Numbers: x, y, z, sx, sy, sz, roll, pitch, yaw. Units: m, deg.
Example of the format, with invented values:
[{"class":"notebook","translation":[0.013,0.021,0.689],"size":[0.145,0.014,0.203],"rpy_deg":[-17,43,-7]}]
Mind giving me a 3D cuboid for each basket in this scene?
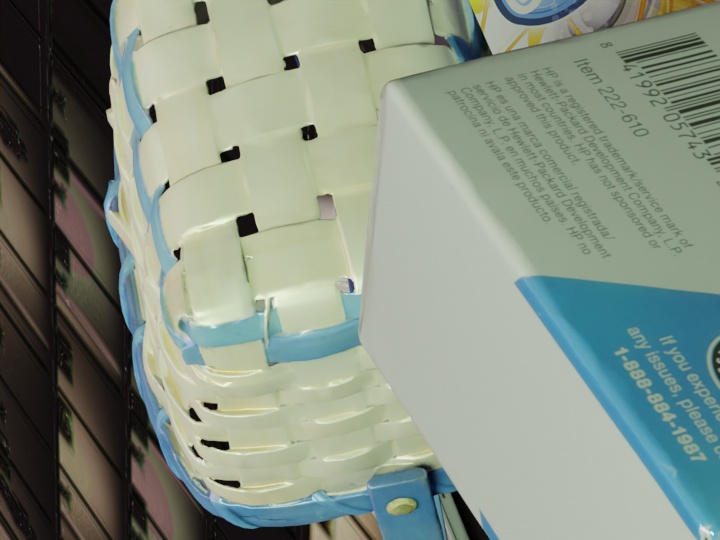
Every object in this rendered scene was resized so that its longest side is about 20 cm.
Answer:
[{"class":"basket","translation":[0.000,0.000,0.850],"size":[0.200,0.139,0.177],"rpy_deg":[83,175,-65]}]

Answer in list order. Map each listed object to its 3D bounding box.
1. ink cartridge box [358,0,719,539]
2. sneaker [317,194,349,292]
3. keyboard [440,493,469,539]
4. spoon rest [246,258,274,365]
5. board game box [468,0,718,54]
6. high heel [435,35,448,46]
[{"class":"ink cartridge box","translation":[0.120,0.008,0.645],"size":[0.085,0.200,0.145],"rpy_deg":[95,152,-43]},{"class":"sneaker","translation":[0.039,-0.014,0.998],"size":[0.200,0.074,0.080],"rpy_deg":[17,103,59]},{"class":"keyboard","translation":[0.003,0.047,1.164],"size":[0.200,0.011,0.056],"rpy_deg":[68,155,20]},{"class":"spoon rest","translation":[-0.001,0.046,1.079],"size":[0.061,0.099,0.200],"rpy_deg":[-58,30,-5]},{"class":"board game box","translation":[0.074,-0.138,0.775],"size":[0.135,0.034,0.200],"rpy_deg":[-30,68,19]},{"class":"high heel","translation":[0.061,-0.133,0.886],"size":[0.143,0.071,0.200],"rpy_deg":[25,124,49]}]
